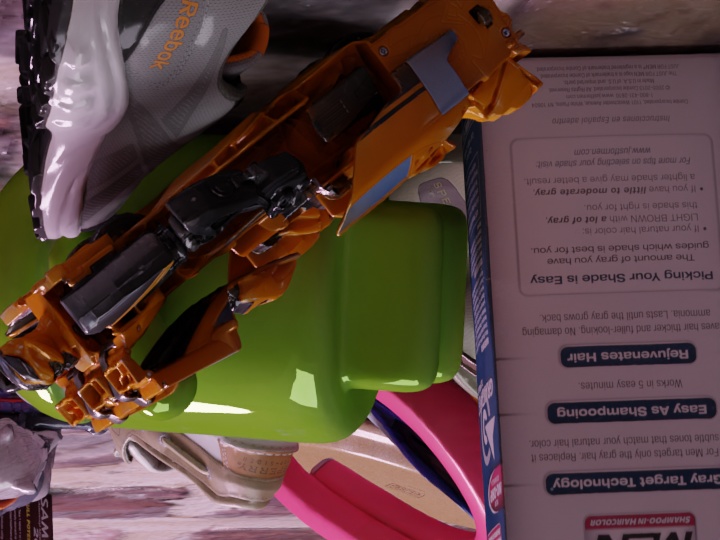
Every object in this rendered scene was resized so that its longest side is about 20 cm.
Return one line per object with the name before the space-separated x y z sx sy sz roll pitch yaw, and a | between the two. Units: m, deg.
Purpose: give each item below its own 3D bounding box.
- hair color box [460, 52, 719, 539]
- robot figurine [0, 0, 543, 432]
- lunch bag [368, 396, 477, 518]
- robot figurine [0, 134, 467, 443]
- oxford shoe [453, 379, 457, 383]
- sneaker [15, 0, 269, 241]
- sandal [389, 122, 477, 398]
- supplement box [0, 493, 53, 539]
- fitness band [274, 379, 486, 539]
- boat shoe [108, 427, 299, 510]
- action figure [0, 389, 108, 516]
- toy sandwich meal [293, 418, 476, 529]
hair color box | 0.092 0.024 0.885 0.099 0.202 0.061 -2 166 -5
robot figurine | -0.036 -0.017 0.792 0.200 0.058 0.145 -40 -177 -26
lunch bag | 0.106 0.094 1.244 0.199 0.128 0.170 -6 139 48
robot figurine | -0.060 0.005 0.930 0.198 0.117 0.175 3 -176 14
oxford shoe | 0.000 0.000 1.081 0.198 0.073 0.085 1 143 -10
sneaker | -0.073 -0.060 0.784 0.079 0.075 0.200 -5 167 -13
sandal | 0.056 0.016 1.011 0.079 0.058 0.201 -24 138 14
supplement box | -0.333 0.192 1.759 0.108 0.061 0.199 -15 163 38
fitness band | 0.000 0.081 1.178 0.037 0.144 0.199 -36 -137 -30
boat shoe | -0.097 0.064 1.165 0.074 0.069 0.200 5 -173 -31
action figure | -0.196 0.109 1.381 0.198 0.105 0.193 2 175 -11
toy sandwich meal | 0.040 0.101 1.434 0.204 0.071 0.205 17 167 4
